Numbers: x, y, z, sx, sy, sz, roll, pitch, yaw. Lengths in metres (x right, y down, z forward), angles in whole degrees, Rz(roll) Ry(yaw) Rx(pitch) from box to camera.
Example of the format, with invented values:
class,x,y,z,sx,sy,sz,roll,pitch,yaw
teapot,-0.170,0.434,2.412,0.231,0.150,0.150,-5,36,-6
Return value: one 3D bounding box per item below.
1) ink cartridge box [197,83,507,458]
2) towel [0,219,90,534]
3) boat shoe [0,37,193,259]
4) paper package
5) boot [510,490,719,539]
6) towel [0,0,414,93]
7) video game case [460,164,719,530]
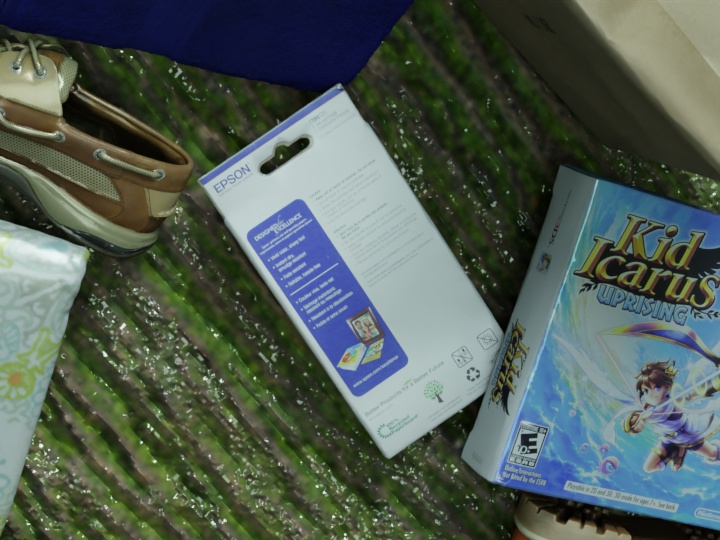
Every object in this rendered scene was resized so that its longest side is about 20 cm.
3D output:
class,x,y,z,sx,sy,sz,roll,pitch,yaw
ink cartridge box,0.000,0.000,0.874,0.099,0.039,0.200,-33,106,-2
towel,-0.255,0.053,0.820,0.171,0.048,0.200,16,108,-15
boat shoe,-0.175,-0.088,0.801,0.200,0.076,0.074,33,115,-23
paper package,0.136,-0.149,0.786,0.103,0.200,0.191,-43,104,0
boot,0.178,0.206,0.934,0.200,0.075,0.107,16,101,-4
towel,-0.072,-0.159,0.775,0.200,0.148,0.050,10,58,-25
video game case,0.179,0.052,0.894,0.200,0.045,0.181,14,98,-24
